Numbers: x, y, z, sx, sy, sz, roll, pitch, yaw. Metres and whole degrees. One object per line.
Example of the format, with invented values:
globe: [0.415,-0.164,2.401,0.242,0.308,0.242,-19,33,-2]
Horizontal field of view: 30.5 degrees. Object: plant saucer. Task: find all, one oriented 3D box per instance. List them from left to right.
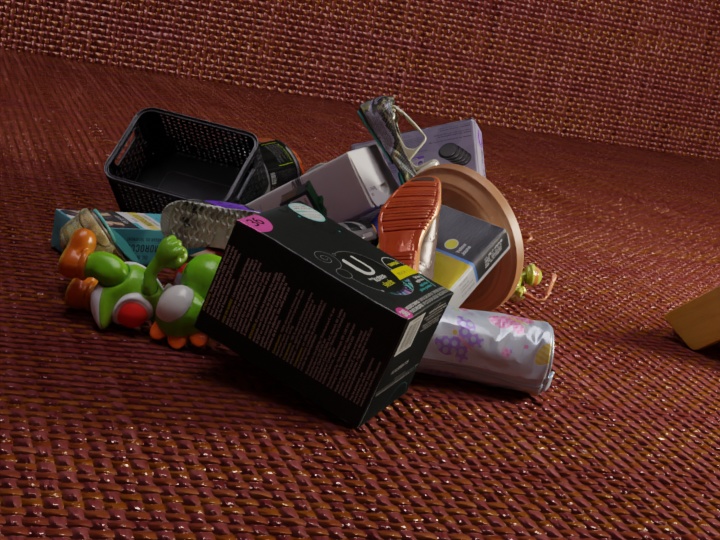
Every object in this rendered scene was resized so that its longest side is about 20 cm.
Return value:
plant saucer: [0.121,-0.036,1.704,0.199,0.203,0.032,21,34,36]

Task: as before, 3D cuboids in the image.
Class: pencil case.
pencil case: [0.114,0.083,1.454,0.197,0.084,0.091,9,26,-8]

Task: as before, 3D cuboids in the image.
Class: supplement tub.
supplement tub: [-0.166,-0.140,2.030,0.121,0.124,0.200,15,14,17]

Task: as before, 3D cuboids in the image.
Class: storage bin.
storage bin: [-0.244,-0.134,1.867,0.197,0.094,0.136,16,58,17]

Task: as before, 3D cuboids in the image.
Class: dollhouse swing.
dollhouse swing: [0.566,0.109,1.823,0.198,0.178,0.181,-1,-23,-41]

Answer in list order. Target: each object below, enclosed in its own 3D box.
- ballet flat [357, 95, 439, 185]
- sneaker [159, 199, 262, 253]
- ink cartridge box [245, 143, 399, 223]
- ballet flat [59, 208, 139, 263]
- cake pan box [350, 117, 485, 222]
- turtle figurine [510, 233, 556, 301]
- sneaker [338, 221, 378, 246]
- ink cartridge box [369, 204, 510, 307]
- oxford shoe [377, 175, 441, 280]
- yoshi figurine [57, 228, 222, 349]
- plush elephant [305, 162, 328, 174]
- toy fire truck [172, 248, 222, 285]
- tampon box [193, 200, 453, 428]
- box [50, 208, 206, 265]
ballet flat: [0.068,-0.147,1.781,0.071,0.202,0.072,-28,-2,-1]
sneaker: [-0.134,-0.047,1.589,0.198,0.071,0.099,18,13,23]
ink cartridge box: [-0.060,-0.089,1.788,0.198,0.085,0.146,-26,2,19]
ballet flat: [-0.309,-0.024,1.540,0.070,0.072,0.200,12,-9,2]
cake pan box: [0.079,-0.104,1.854,0.197,0.187,0.052,-11,-24,16]
turtle figurine: [0.187,0.004,1.861,0.159,0.065,0.201,1,30,-1]
sneaker: [-0.046,-0.013,1.601,0.076,0.079,0.199,-18,0,-31]
ink cartridge box: [0.049,-0.008,1.621,0.198,0.047,0.198,23,58,34]
oxford shoe: [0.058,-0.027,1.553,0.070,0.073,0.202,1,49,24]
yoshi figurine: [-0.216,0.013,1.423,0.197,0.114,0.112,18,8,12]
plush elephant: [0.000,-0.101,2.003,0.153,0.166,0.200,-26,-18,-6]
toy fire truck: [-0.175,0.002,1.612,0.140,0.049,0.199,19,17,30]
tampon box: [-0.035,0.038,1.325,0.198,0.127,0.150,30,19,14]
box: [-0.288,-0.041,1.692,0.198,0.050,0.082,1,17,-37]
